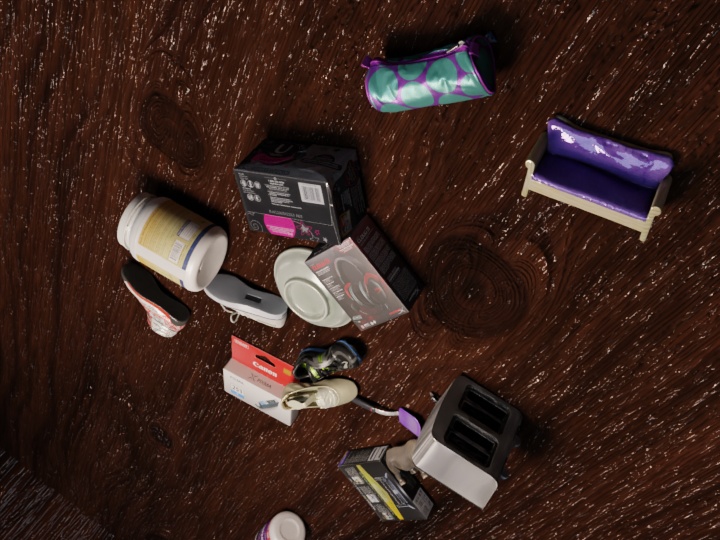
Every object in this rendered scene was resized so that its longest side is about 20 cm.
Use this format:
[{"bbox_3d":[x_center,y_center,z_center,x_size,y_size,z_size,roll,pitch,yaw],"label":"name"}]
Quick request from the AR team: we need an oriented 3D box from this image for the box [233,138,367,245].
[{"bbox_3d":[-0.103,-0.144,1.432,0.196,0.115,0.135,10,131,27],"label":"box"}]

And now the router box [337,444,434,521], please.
[{"bbox_3d":[0.061,0.515,1.953,0.155,0.052,0.202,-19,114,45],"label":"router box"}]

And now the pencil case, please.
[{"bbox_3d":[0.101,-0.285,1.179,0.196,0.086,0.093,-3,141,37],"label":"pencil case"}]

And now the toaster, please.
[{"bbox_3d":[0.206,0.327,1.588,0.197,0.182,0.120,31,136,5],"label":"toaster"}]

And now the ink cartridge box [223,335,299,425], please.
[{"bbox_3d":[-0.239,0.267,1.953,0.196,0.045,0.179,25,138,15],"label":"ink cartridge box"}]

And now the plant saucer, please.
[{"bbox_3d":[-0.101,0.048,1.652,0.196,0.050,0.203,20,137,20],"label":"plant saucer"}]

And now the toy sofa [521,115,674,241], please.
[{"bbox_3d":[0.335,-0.133,1.150,0.196,0.083,0.099,23,139,16],"label":"toy sofa"}]

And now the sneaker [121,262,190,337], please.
[{"bbox_3d":[-0.509,0.079,1.959,0.200,0.068,0.108,41,137,-7],"label":"sneaker"}]

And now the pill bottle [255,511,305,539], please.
[{"bbox_3d":[-0.241,0.784,2.367,0.112,0.113,0.201,38,139,-1],"label":"pill bottle"}]

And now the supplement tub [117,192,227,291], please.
[{"bbox_3d":[-0.390,-0.063,1.688,0.197,0.145,0.146,28,139,11],"label":"supplement tub"}]

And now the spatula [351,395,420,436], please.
[{"bbox_3d":[0.049,0.311,1.803,0.196,0.021,0.057,19,136,22],"label":"spatula"}]

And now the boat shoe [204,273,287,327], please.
[{"bbox_3d":[-0.251,0.076,1.776,0.197,0.075,0.087,18,139,8],"label":"boat shoe"}]

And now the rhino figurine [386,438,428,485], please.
[{"bbox_3d":[0.129,0.414,1.808,0.088,0.060,0.199,49,136,-6],"label":"rhino figurine"}]

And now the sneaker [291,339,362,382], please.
[{"bbox_3d":[-0.073,0.204,1.746,0.197,0.083,0.071,-15,118,43],"label":"sneaker"}]

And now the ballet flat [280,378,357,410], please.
[{"bbox_3d":[-0.099,0.286,1.830,0.196,0.070,0.070,-10,122,30],"label":"ballet flat"}]

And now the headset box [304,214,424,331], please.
[{"bbox_3d":[0.000,0.000,1.516,0.147,0.075,0.201,-24,111,46],"label":"headset box"}]
